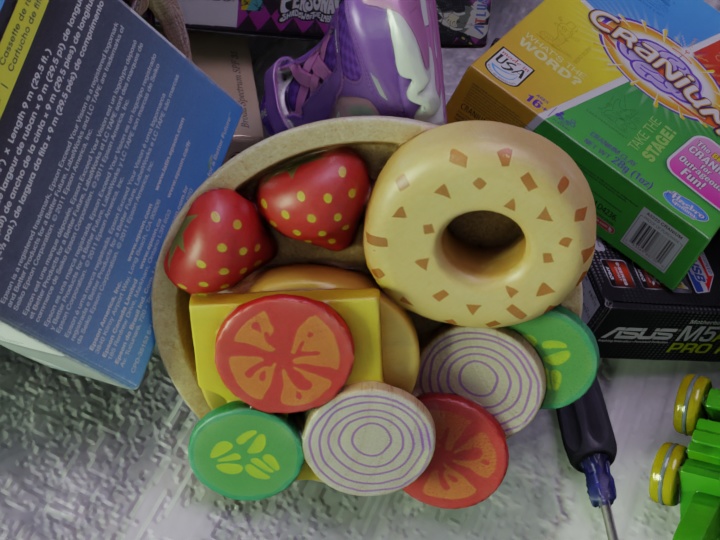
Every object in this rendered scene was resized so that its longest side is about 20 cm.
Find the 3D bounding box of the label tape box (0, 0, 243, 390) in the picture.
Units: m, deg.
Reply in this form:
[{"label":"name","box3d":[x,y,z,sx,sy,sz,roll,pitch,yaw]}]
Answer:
[{"label":"label tape box","box3d":[-0.145,-0.051,0.633,0.066,0.200,0.144,11,75,34]}]

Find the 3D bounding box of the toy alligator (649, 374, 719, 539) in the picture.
[{"label":"toy alligator","box3d":[0.192,0.072,0.761,0.059,0.054,0.201,12,60,26]}]

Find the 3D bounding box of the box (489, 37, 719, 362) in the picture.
[{"label":"box","box3d":[0.162,-0.041,0.858,0.159,0.044,0.201,3,49,-25]}]

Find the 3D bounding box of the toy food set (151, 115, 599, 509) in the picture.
[{"label":"toy food set","box3d":[0.007,0.025,0.672,0.198,0.199,0.049,-3,32,0]}]

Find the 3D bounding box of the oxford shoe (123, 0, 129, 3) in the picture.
[{"label":"oxford shoe","box3d":[-0.155,-0.174,0.829,0.072,0.072,0.200,18,7,-39]}]

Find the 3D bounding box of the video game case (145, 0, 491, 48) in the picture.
[{"label":"video game case","box3d":[-0.042,-0.166,0.863,0.180,0.036,0.200,1,20,-16]}]

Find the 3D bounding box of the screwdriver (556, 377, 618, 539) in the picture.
[{"label":"screwdriver","box3d":[0.119,0.127,0.728,0.028,0.029,0.201,4,52,-13]}]

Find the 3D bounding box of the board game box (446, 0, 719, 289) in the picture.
[{"label":"board game box","box3d":[0.155,-0.094,0.843,0.153,0.040,0.200,37,43,8]}]

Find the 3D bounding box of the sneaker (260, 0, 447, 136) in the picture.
[{"label":"sneaker","box3d":[-0.005,-0.083,0.706,0.088,0.200,0.081,-2,75,1]}]

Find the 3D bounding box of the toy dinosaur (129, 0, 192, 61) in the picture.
[{"label":"toy dinosaur","box3d":[-0.146,-0.165,0.690,0.135,0.200,0.086,5,66,43]}]

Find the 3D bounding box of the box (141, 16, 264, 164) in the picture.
[{"label":"box","box3d":[-0.157,-0.076,0.784,0.198,0.078,0.095,0,50,-17]}]
